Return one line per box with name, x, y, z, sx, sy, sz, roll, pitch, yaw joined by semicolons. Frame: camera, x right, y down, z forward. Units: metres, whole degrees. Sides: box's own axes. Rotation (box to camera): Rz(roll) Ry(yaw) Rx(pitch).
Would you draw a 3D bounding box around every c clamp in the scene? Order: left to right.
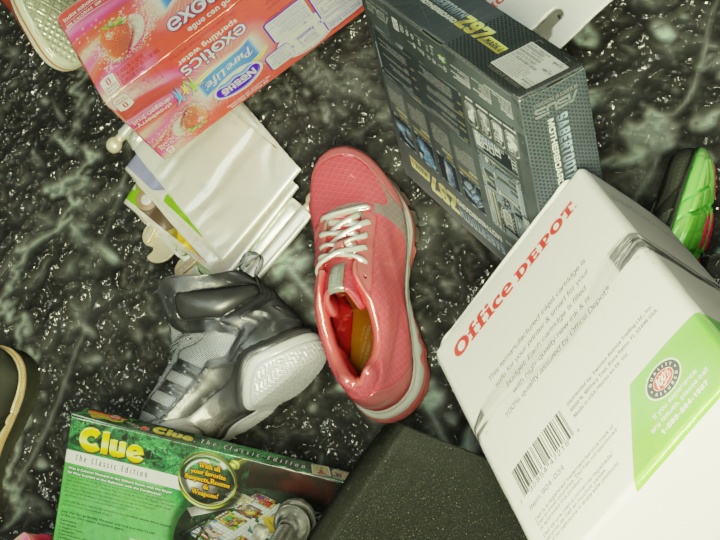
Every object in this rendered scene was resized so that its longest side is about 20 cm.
c clamp;-0.064;0.198;0.848;0.027;0.200;0.172;25;102;4

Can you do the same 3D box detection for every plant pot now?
plant pot;0.040;0.210;0.830;0.197;0.200;0.179;22;63;0

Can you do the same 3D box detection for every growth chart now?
growth chart;-0.119;-0.070;1.081;0.144;0.018;0.201;-41;65;10

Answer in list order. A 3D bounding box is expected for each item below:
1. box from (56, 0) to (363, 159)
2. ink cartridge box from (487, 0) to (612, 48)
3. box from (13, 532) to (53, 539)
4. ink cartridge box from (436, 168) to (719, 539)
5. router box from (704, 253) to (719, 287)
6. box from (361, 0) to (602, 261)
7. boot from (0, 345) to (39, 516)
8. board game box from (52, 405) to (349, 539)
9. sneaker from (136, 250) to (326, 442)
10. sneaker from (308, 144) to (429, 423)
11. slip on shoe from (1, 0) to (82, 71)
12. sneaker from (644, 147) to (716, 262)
box;-0.107;-0.191;1.047;0.199;0.103;0.095;-36;62;4
ink cartridge box;0.086;-0.209;0.997;0.116;0.068;0.201;-42;64;9
box;-0.262;0.284;1.010;0.200;0.100;0.096;-40;65;10
ink cartridge box;0.136;0.062;0.756;0.146;0.083;0.201;-53;30;18
router box;0.234;0.111;0.798;0.062;0.149;0.202;5;71;59
box;0.078;-0.090;0.888;0.051;0.159;0.200;-26;38;-14
boot;-0.329;0.144;1.052;0.077;0.138;0.203;11;82;25
board game box;-0.107;0.165;0.959;0.197;0.023;0.106;14;107;4
sneaker;-0.127;0.072;1.012;0.199;0.075;0.115;-34;74;8
sneaker;0.000;0.000;0.972;0.073;0.087;0.203;-17;72;17
slip on shoe;-0.278;-0.244;1.175;0.201;0.074;0.061;59;137;18
sneaker;0.161;0.002;0.908;0.083;0.077;0.201;33;90;23
